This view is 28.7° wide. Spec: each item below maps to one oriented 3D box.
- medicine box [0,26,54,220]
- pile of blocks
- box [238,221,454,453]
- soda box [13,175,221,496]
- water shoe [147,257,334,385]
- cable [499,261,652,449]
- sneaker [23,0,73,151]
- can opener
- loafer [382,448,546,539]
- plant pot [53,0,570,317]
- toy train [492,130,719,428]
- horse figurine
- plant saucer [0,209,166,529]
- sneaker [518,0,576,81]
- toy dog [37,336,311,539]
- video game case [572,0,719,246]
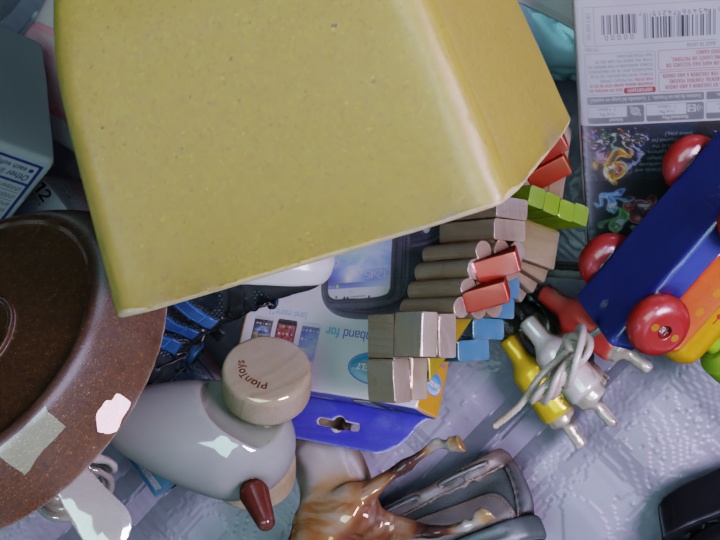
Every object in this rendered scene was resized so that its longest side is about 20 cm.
[{"bbox_3d":[-0.305,-0.064,0.805,0.200,0.182,0.103,-43,44,33],"label":"medicine box"},{"bbox_3d":[0.078,-0.004,0.759,0.082,0.062,0.200,44,64,-26],"label":"pile of blocks"},{"bbox_3d":[0.000,0.000,0.813,0.119,0.041,0.201,6,75,25],"label":"box"},{"bbox_3d":[-0.150,0.037,0.871,0.064,0.068,0.200,-38,84,10],"label":"soda box"},{"bbox_3d":[-0.106,0.023,0.804,0.199,0.072,0.079,-6,105,15],"label":"water shoe"},{"bbox_3d":[0.084,0.010,0.826,0.200,0.050,0.097,39,115,6],"label":"cable"},{"bbox_3d":[-0.124,-0.108,0.850,0.200,0.075,0.105,30,102,18],"label":"sneaker"},{"bbox_3d":[0.172,0.188,0.826,0.200,0.079,0.063,-33,125,15],"label":"can opener"},{"bbox_3d":[0.010,0.166,0.855,0.199,0.072,0.063,-18,69,6],"label":"loafer"},{"bbox_3d":[-0.032,-0.120,0.675,0.193,0.195,0.201,-16,100,20],"label":"plant pot"},{"bbox_3d":[0.174,0.033,0.770,0.115,0.085,0.200,31,107,-27],"label":"toy train"},{"bbox_3d":[-0.004,0.104,0.829,0.132,0.050,0.201,-27,52,14],"label":"horse figurine"},{"bbox_3d":[-0.193,0.043,0.733,0.199,0.035,0.201,-19,48,22],"label":"plant saucer"},{"bbox_3d":[0.121,-0.139,0.816,0.199,0.074,0.082,28,140,-1],"label":"sneaker"},{"bbox_3d":[-0.116,0.104,0.757,0.199,0.097,0.132,-16,130,7],"label":"toy dog"},{"bbox_3d":[0.220,-0.079,0.767,0.199,0.023,0.183,-1,124,12],"label":"video game case"}]
